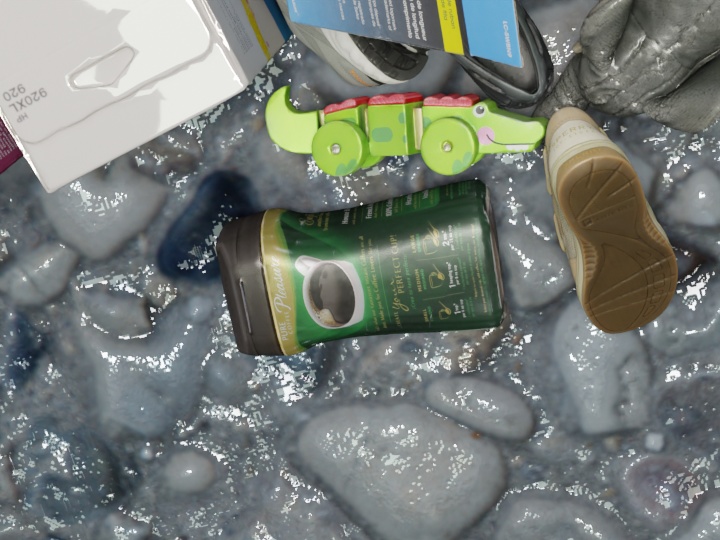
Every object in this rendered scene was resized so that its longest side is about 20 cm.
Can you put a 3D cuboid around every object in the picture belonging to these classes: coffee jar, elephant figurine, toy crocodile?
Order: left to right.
[{"bbox_3d":[0.000,0.000,1.031,0.199,0.085,0.105,-7,110,6],"label":"coffee jar"},{"bbox_3d":[0.031,-0.099,0.994,0.199,0.067,0.062,1,101,20],"label":"toy crocodile"},{"bbox_3d":[0.195,-0.152,0.928,0.141,0.155,0.200,38,96,27],"label":"elephant figurine"}]

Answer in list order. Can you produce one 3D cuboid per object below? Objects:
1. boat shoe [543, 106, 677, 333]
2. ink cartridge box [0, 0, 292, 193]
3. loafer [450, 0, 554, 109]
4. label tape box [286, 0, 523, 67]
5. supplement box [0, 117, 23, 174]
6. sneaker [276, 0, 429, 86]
[{"bbox_3d":[0.169,-0.031,0.997,0.072,0.065,0.200,-23,138,7],"label":"boat shoe"},{"bbox_3d":[-0.151,-0.165,0.931,0.147,0.200,0.145,-27,104,12],"label":"ink cartridge box"},{"bbox_3d":[0.056,-0.189,0.930,0.068,0.070,0.201,-39,98,5],"label":"loafer"},{"bbox_3d":[0.031,-0.207,0.828,0.200,0.063,0.145,21,132,44],"label":"label tape box"},{"bbox_3d":[-0.299,-0.105,0.962,0.103,0.200,0.131,-32,102,14],"label":"supplement box"},{"bbox_3d":[-0.040,-0.202,0.973,0.074,0.079,0.200,-46,107,-28],"label":"sneaker"}]
